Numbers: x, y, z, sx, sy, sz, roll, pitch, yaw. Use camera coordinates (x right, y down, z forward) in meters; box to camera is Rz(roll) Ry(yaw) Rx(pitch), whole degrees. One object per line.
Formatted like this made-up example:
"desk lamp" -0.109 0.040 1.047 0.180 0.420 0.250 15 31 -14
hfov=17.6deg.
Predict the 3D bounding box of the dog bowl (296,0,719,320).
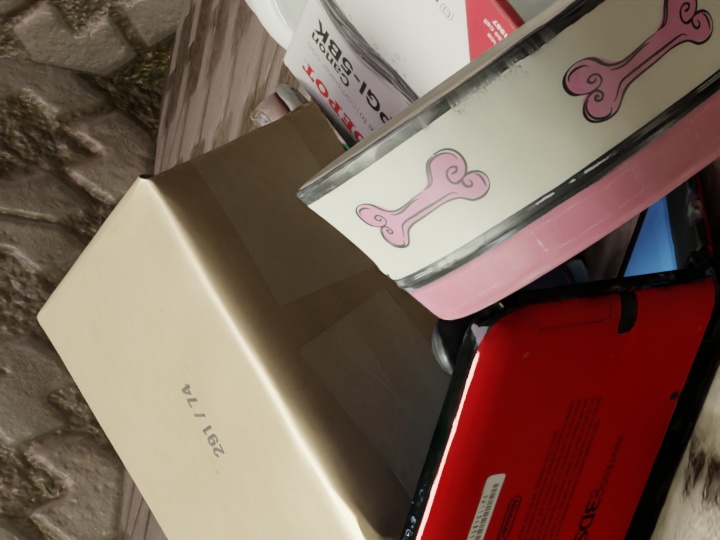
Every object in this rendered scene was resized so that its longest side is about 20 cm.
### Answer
"dog bowl" 0.077 -0.057 0.856 0.200 0.074 0.200 -35 4 3

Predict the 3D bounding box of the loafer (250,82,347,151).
"loafer" 0.000 0.000 1.146 0.063 0.200 0.072 -38 -10 4

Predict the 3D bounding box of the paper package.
"paper package" -0.043 0.054 1.105 0.200 0.103 0.191 58 147 8

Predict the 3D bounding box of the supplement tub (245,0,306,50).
"supplement tub" -0.011 -0.213 1.566 0.200 0.145 0.146 -122 43 -75

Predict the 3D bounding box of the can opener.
"can opener" 0.072 0.017 1.028 0.079 0.063 0.200 58 -171 4

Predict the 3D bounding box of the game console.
"game console" 0.069 0.056 0.955 0.119 0.172 0.201 50 136 42

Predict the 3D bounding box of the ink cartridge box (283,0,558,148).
"ink cartridge box" 0.053 -0.106 1.073 0.147 0.083 0.200 53 156 12

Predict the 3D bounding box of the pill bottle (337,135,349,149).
"pill bottle" -0.032 0.026 1.309 0.200 0.113 0.113 -47 -3 -22
